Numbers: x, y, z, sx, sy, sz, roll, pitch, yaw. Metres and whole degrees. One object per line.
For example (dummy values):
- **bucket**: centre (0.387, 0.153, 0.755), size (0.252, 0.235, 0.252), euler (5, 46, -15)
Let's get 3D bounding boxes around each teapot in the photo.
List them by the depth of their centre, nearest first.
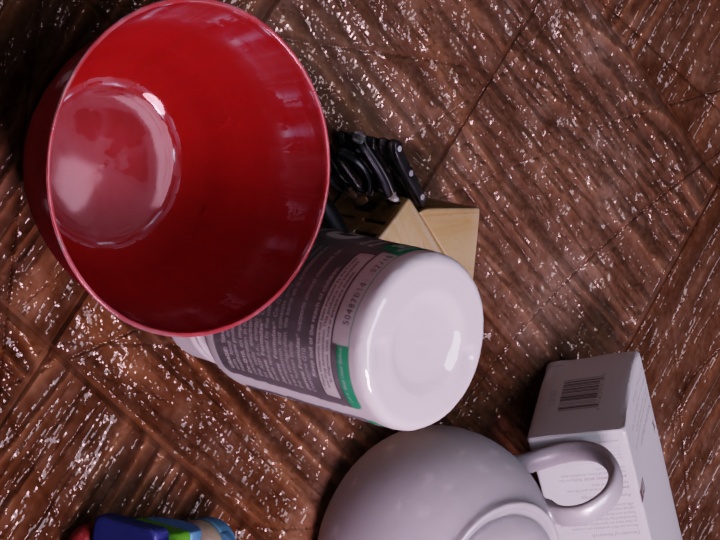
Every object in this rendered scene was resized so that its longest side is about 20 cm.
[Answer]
- **teapot**: centre (0.078, 0.210, 1.567), size (0.197, 0.146, 0.200), euler (10, 95, -43)

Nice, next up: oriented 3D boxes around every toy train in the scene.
- **toy train**: centre (-0.138, 0.258, 1.423), size (0.116, 0.085, 0.200), euler (1, 99, -59)

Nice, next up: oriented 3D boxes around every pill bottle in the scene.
- **pill bottle**: centre (-0.029, 0.028, 1.386), size (0.113, 0.200, 0.113), euler (-13, 109, -44)

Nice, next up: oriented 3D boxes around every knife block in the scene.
- **knife block**: centre (0.000, 0.000, 1.509), size (0.176, 0.064, 0.200), euler (-4, 102, -45)

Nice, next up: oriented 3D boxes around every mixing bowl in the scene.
- **mixing bowl**: centre (-0.128, -0.063, 1.320), size (0.200, 0.108, 0.200), euler (-3, 95, -36)

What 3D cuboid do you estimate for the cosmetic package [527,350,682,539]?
- **cosmetic package**: centre (0.197, 0.179, 1.712), size (0.113, 0.081, 0.200), euler (-68, 145, -55)
